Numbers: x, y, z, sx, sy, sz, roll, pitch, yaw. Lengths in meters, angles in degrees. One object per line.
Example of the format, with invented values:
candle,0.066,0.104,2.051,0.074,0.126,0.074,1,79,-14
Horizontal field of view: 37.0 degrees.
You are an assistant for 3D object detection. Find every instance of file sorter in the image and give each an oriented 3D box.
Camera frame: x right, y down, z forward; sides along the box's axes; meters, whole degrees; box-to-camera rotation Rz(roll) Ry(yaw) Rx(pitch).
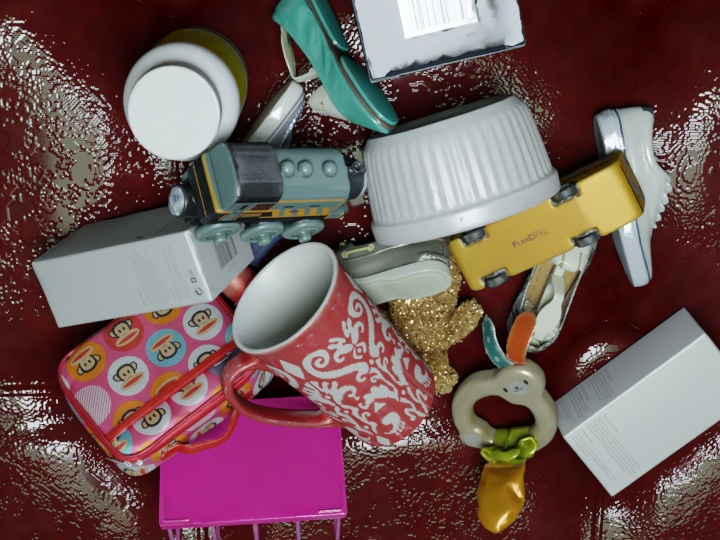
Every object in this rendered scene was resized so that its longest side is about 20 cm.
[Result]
file sorter,-0.120,0.237,1.215,0.197,0.140,0.126,-3,146,-5

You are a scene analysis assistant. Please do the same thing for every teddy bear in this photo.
teddy bear,0.066,0.049,1.212,0.143,0.067,0.202,20,106,-6

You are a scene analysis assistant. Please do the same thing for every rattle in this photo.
rattle,0.153,0.163,1.193,0.129,0.143,0.201,28,138,18

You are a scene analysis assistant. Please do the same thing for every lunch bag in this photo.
lunch bag,-0.204,0.120,1.153,0.199,0.082,0.176,-37,69,-18

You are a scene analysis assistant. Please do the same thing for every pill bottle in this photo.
pill bottle,-0.171,-0.173,1.058,0.111,0.200,0.114,-1,108,-2

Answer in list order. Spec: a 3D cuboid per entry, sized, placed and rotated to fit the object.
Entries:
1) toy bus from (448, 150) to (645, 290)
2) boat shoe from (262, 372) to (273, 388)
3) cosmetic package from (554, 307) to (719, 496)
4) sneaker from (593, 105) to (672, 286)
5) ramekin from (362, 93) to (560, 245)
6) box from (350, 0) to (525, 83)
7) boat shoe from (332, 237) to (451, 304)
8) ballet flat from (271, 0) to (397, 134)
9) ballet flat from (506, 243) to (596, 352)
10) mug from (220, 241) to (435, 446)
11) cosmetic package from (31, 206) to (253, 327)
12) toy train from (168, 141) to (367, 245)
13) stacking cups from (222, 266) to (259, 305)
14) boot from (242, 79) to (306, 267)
toy bus,0.195,-0.051,1.136,0.198,0.078,0.066,-25,102,24
boat shoe,-0.196,0.131,1.229,0.197,0.065,0.074,-10,109,1
cosmetic package,0.334,0.153,1.247,0.199,0.085,0.108,-37,107,9
sneaker,0.306,-0.081,1.174,0.070,0.073,0.202,-12,108,5
ramekin,0.095,-0.107,1.098,0.198,0.200,0.106,-17,99,4
box,0.064,-0.264,1.036,0.146,0.200,0.108,-13,110,3
boat shoe,0.001,0.001,1.162,0.199,0.061,0.072,-10,149,18
ballet flat,-0.032,-0.202,1.091,0.070,0.067,0.201,-38,68,23
ballet flat,0.222,0.004,1.202,0.071,0.072,0.202,16,107,-7
mug,-0.036,0.091,1.121,0.176,0.135,0.200,-22,130,31
cosmetic package,-0.226,-0.010,1.126,0.198,0.113,0.082,-9,111,22
toy train,-0.085,-0.077,1.042,0.198,0.114,0.086,-3,74,-41
stacking cups,-0.085,0.058,1.220,0.200,0.061,0.061,41,103,-9
boot,-0.095,-0.102,1.157,0.090,0.073,0.201,32,114,-13
